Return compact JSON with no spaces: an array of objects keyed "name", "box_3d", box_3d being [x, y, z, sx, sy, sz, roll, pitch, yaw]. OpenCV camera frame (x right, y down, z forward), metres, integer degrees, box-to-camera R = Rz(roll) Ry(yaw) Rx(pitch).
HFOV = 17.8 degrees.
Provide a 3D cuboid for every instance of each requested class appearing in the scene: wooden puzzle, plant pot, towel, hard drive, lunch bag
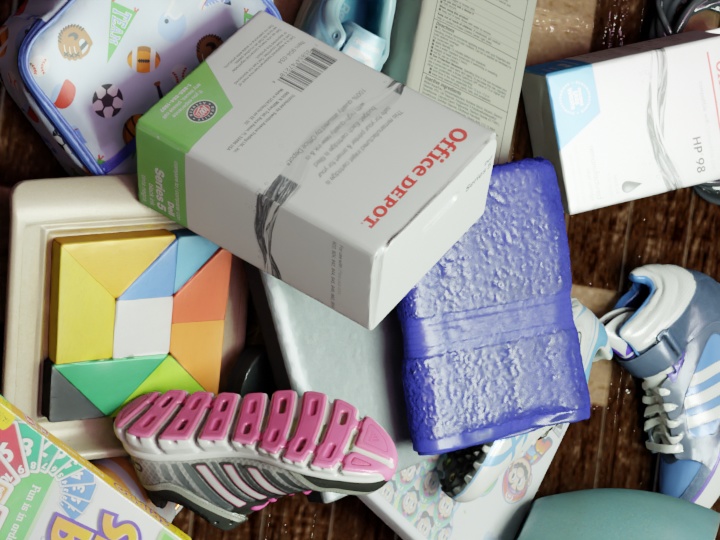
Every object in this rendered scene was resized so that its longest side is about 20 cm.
[{"name":"wooden puzzle","box_3d":[-0.159,0.033,1.602,0.185,0.037,0.200,-5,105,-29]},{"name":"plant pot","box_3d":[0.178,0.250,1.801,0.135,0.200,0.200,27,78,5]},{"name":"towel","box_3d":[0.086,0.024,1.657,0.148,0.050,0.200,-10,95,-27]},{"name":"hard drive","box_3d":[-0.004,0.049,1.650,0.139,0.033,0.200,-21,100,-34]},{"name":"lunch bag","box_3d":[-0.150,-0.159,1.625,0.200,0.076,0.160,-45,116,-19]}]

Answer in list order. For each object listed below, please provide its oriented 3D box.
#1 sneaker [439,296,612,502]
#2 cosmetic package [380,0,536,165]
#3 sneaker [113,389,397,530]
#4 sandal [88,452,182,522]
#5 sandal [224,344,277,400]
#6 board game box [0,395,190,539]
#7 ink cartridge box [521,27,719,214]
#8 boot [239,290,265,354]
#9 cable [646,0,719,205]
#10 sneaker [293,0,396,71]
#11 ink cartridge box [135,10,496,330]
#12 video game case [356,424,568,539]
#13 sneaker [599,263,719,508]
[{"name":"sneaker","box_3d":[0.131,0.105,1.746,0.072,0.072,0.200,46,59,-13]},{"name":"cosmetic package","box_3d":[0.062,-0.148,1.725,0.103,0.073,0.200,24,66,-28]},{"name":"sneaker","box_3d":[-0.070,0.136,1.591,0.074,0.200,0.088,-71,161,-51]},{"name":"sandal","box_3d":[-0.186,0.181,1.634,0.207,0.059,0.079,-36,111,-25]},{"name":"sandal","box_3d":[-0.023,0.106,1.701,0.200,0.048,0.075,18,90,-53]},{"name":"board game box","box_3d":[-0.208,0.178,1.589,0.200,0.030,0.096,40,94,-23]},{"name":"ink cartridge box","box_3d":[0.238,-0.124,1.834,0.200,0.067,0.116,-14,101,-13]},{"name":"boot","box_3d":[0.000,0.000,1.731,0.200,0.066,0.175,12,87,-32]},{"name":"cable","box_3d":[0.302,-0.152,1.916,0.200,0.051,0.163,42,80,-22]},{"name":"sneaker","box_3d":[-0.022,-0.144,1.670,0.074,0.082,0.200,22,65,-22]},{"name":"ink cartridge box","box_3d":[-0.030,-0.070,1.553,0.146,0.200,0.084,-46,155,-34]},{"name":"video game case","box_3d":[0.080,0.132,1.770,0.200,0.024,0.182,47,63,-42]},{"name":"sneaker","box_3d":[0.241,0.094,1.880,0.146,0.081,0.200,19,87,-22]}]
